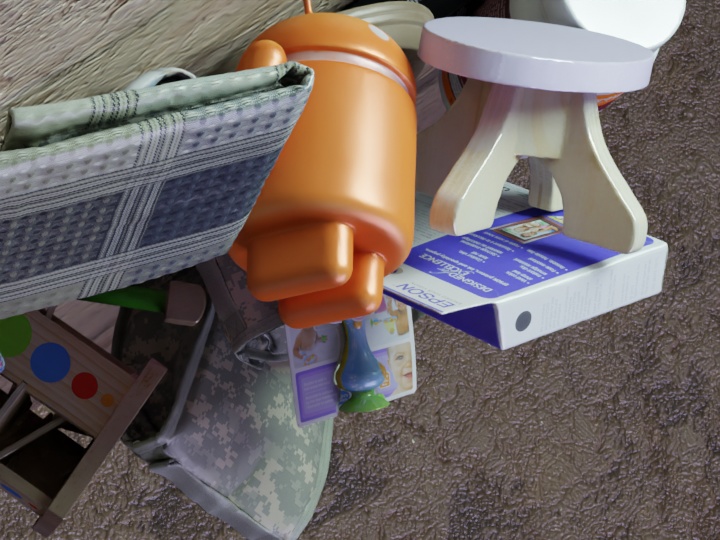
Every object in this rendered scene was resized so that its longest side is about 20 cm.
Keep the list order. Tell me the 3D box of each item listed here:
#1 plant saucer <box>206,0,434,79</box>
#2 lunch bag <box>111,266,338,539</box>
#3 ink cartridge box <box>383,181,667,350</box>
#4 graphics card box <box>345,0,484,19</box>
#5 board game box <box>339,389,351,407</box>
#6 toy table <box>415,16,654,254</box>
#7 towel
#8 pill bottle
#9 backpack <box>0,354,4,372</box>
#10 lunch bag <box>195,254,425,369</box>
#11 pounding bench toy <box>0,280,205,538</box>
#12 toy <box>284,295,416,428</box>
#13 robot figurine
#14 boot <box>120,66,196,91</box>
[{"bbox_3d":[-0.038,-0.119,1.746,0.199,0.030,0.200,-23,169,-5],"label":"plant saucer"},{"bbox_3d":[-0.105,0.096,1.970,0.117,0.164,0.201,-20,-136,32],"label":"lunch bag"},{"bbox_3d":[0.058,-0.007,1.679,0.199,0.044,0.198,-15,-154,-38],"label":"ink cartridge box"},{"bbox_3d":[0.059,-0.202,1.893,0.200,0.051,0.125,-34,178,-2],"label":"graphics card box"},{"bbox_3d":[-0.083,0.024,2.124,0.151,0.201,0.047,-15,-163,43],"label":"board game box"},{"bbox_3d":[0.101,-0.089,1.640,0.183,0.118,0.199,21,-163,39],"label":"toy table"},{"bbox_3d":[-0.137,-0.040,1.398,0.199,0.035,0.193,-16,159,-25],"label":"towel"},{"bbox_3d":[0.140,-0.161,1.827,0.114,0.114,0.200,-35,178,-26],"label":"pill bottle"},{"bbox_3d":[-0.287,0.088,1.535,0.200,0.135,0.183,-39,179,7],"label":"backpack"},{"bbox_3d":[-0.051,-0.024,1.887,0.199,0.165,0.117,-8,159,-43],"label":"lunch bag"},{"bbox_3d":[-0.218,0.053,1.810,0.200,0.156,0.124,-56,-176,-16],"label":"pounding bench toy"},{"bbox_3d":[0.000,0.000,1.791,0.115,0.201,0.047,-14,-164,-41],"label":"toy"},{"bbox_3d":[-0.024,-0.069,1.560,0.117,0.143,0.201,134,-36,-54],"label":"robot figurine"},{"bbox_3d":[-0.108,-0.076,1.496,0.095,0.074,0.200,-29,-179,28],"label":"boot"}]
